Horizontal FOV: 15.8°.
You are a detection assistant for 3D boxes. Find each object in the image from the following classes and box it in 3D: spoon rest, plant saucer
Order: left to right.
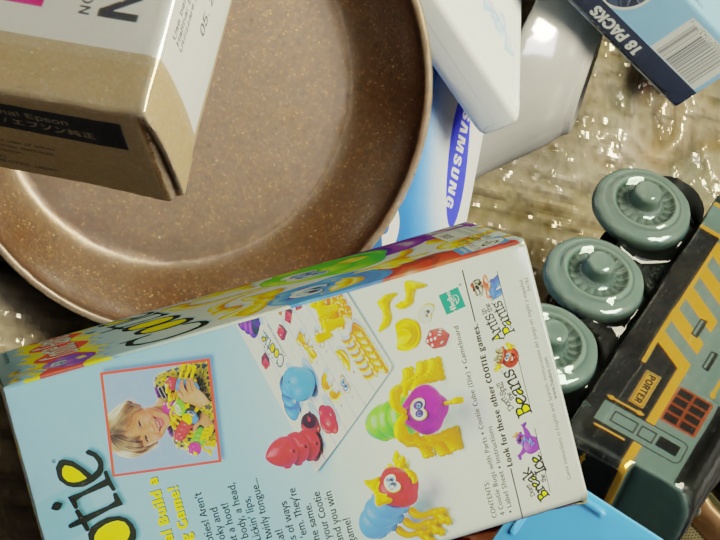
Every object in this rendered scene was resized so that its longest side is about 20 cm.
[{"bbox_3d":[-0.071,-0.074,1.040,0.200,0.037,0.201,-2,99,-15],"label":"plant saucer"},{"bbox_3d":[0.063,-0.057,1.197,0.060,0.099,0.201,17,69,5],"label":"spoon rest"}]

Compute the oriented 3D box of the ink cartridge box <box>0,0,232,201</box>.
[{"bbox_3d":[-0.124,-0.141,0.952,0.075,0.164,0.201,75,27,-66],"label":"ink cartridge box"}]

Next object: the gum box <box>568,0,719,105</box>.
[{"bbox_3d":[0.102,-0.199,1.214,0.170,0.044,0.200,39,30,-34],"label":"gum box"}]

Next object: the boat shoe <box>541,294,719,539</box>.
[{"bbox_3d":[0.151,0.090,1.229,0.200,0.074,0.076,54,33,0],"label":"boat shoe"}]

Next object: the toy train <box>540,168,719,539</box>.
[{"bbox_3d":[0.125,0.038,1.151,0.114,0.085,0.200,30,48,9],"label":"toy train"}]

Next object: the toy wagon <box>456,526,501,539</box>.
[{"bbox_3d":[0.060,0.170,1.182,0.155,0.039,0.200,47,54,-30],"label":"toy wagon"}]

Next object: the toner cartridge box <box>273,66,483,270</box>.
[{"bbox_3d":[0.000,0.000,1.117,0.095,0.043,0.201,27,71,-56],"label":"toner cartridge box"}]

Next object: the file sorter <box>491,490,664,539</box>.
[{"bbox_3d":[0.080,0.211,1.049,0.200,0.139,0.123,-53,160,-12],"label":"file sorter"}]

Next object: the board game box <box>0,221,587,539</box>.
[{"bbox_3d":[-0.030,0.059,0.994,0.199,0.103,0.105,-15,98,-9],"label":"board game box"}]

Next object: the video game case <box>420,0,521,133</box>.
[{"bbox_3d":[0.017,-0.186,1.127,0.200,0.024,0.182,54,26,-33],"label":"video game case"}]
